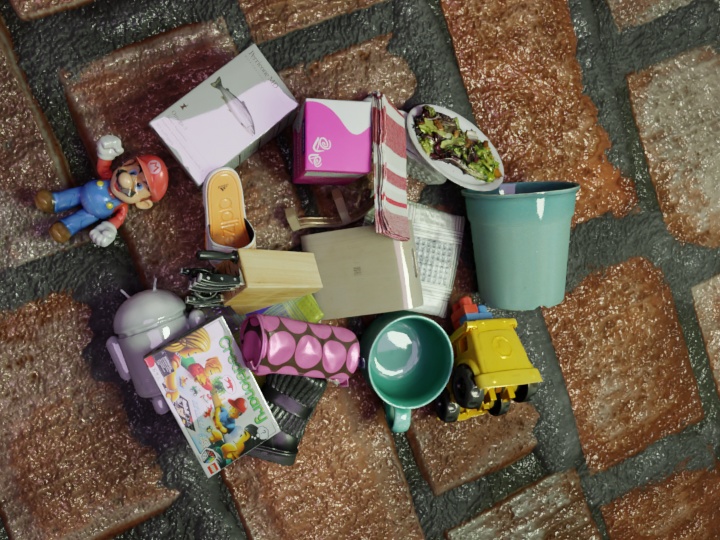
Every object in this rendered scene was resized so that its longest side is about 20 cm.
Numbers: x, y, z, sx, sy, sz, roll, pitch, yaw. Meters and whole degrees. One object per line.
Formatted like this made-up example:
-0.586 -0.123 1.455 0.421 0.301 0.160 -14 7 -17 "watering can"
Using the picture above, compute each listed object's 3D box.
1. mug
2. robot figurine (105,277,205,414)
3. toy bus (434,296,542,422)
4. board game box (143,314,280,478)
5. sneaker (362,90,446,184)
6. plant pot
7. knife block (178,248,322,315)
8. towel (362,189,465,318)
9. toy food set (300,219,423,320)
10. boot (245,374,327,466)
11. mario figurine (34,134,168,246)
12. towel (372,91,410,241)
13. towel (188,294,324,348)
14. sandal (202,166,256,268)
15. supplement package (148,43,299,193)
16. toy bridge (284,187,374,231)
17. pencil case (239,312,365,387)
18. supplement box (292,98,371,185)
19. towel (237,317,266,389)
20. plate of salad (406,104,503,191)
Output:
0.061 0.159 0.986 0.152 0.114 0.186 40 85 -13 "mug"
-0.312 0.116 0.894 0.167 0.113 0.203 -18 97 5 "robot figurine"
0.197 0.155 1.008 0.133 0.201 0.195 -3 62 -21 "toy bus"
-0.218 0.185 0.854 0.125 0.035 0.203 -29 101 -20 "board game box"
0.079 -0.226 0.995 0.199 0.076 0.081 35 74 -14 "sneaker"
0.278 -0.046 0.997 0.196 0.200 0.200 -8 102 -13 "plant pot"
-0.163 0.006 0.863 0.196 0.176 0.065 -17 73 -5 "knife block"
0.084 -0.027 1.023 0.196 0.035 0.196 13 90 -13 "towel"
0.000 0.000 0.971 0.196 0.060 0.147 -8 92 11 "toy food set"
-0.171 0.213 0.936 0.208 0.079 0.160 19 95 -16 "boot"
-0.388 -0.120 0.866 0.197 0.107 0.125 -25 133 -3 "mario figurine"
0.050 -0.150 0.864 0.022 0.144 0.204 -2 88 19 "towel"
-0.174 0.076 0.945 0.198 0.023 0.145 -33 75 -9 "towel"
-0.203 -0.058 0.887 0.078 0.059 0.209 -19 137 -19 "sandal"
-0.210 -0.233 0.899 0.199 0.117 0.117 -41 99 -9 "supplement package"
-0.032 -0.107 0.975 0.197 0.028 0.068 -20 141 2 "toy bridge"
-0.091 0.125 0.883 0.198 0.090 0.096 15 79 -38 "pencil case"
-0.050 -0.194 0.897 0.101 0.200 0.103 0 93 -13 "supplement box"
-0.196 0.186 0.978 0.085 0.018 0.203 -22 99 -6 "towel"
0.169 -0.218 0.974 0.197 0.048 0.203 17 49 -21 "plate of salad"
